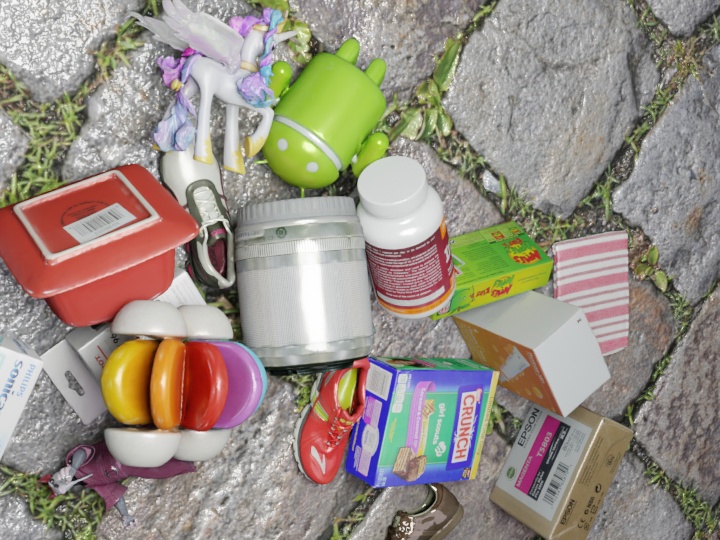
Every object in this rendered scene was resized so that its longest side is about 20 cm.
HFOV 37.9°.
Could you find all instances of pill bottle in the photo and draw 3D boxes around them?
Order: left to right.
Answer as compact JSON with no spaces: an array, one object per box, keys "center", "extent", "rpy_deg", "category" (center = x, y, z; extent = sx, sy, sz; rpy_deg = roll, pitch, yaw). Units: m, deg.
[{"center":[0.056,-0.042,1.332],"extent":[0.113,0.113,0.201],"rpy_deg":[-36,139,-18],"category":"pill bottle"}]

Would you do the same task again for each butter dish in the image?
[{"center":[-0.295,-0.007,1.189],"extent":[0.199,0.199,0.149],"rpy_deg":[-23,130,-24],"category":"butter dish"}]

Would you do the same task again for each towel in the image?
[{"center":[0.361,0.042,1.659],"extent":[0.145,0.030,0.202],"rpy_deg":[-9,103,-28],"category":"towel"}]

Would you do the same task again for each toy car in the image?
[{"center":[-0.181,0.124,1.149],"extent":[0.199,0.149,0.177],"rpy_deg":[10,80,-60],"category":"toy car"}]

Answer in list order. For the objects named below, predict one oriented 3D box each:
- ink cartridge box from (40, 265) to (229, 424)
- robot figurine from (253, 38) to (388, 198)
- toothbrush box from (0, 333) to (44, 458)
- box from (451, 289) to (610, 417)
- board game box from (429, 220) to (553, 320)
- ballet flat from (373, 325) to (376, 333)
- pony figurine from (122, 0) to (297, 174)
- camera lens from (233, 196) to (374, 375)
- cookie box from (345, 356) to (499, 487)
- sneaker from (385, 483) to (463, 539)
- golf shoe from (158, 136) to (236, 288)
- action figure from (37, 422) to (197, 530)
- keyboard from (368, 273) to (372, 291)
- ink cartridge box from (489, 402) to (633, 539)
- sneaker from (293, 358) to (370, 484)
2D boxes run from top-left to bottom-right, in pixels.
[{"center":[-0.275,0.097,1.278],"extent":[0.199,0.068,0.117],"rpy_deg":[-38,117,-17],"category":"ink cartridge box"},{"center":[-0.046,-0.189,1.315],"extent":[0.175,0.116,0.201],"rpy_deg":[36,80,-2],"category":"robot figurine"},{"center":[-0.476,0.124,1.159],"extent":[0.199,0.085,0.148],"rpy_deg":[27,87,-33],"category":"toothbrush box"},{"center":[0.241,0.106,1.501],"extent":[0.097,0.200,0.125],"rpy_deg":[-37,116,-18],"category":"box"},{"center":[0.162,-0.003,1.483],"extent":[0.198,0.102,0.048],"rpy_deg":[-16,136,-26],"category":"board game box"},{"center":[-0.050,0.028,1.394],"extent":[0.199,0.074,0.075],"rpy_deg":[25,88,-33],"category":"ballet flat"},{"center":[-0.173,-0.226,1.208],"extent":[0.192,0.166,0.202],"rpy_deg":[13,95,-35],"category":"pony figurine"},{"center":[-0.069,0.021,1.260],"extent":[0.159,0.160,0.202],"rpy_deg":[-5,89,-29],"category":"camera lens"},{"center":[0.090,0.213,1.495],"extent":[0.199,0.075,0.173],"rpy_deg":[4,101,-39],"category":"cookie box"},{"center":[0.063,0.397,1.555],"extent":[0.200,0.070,0.076],"rpy_deg":[-43,100,-18],"category":"sneaker"},{"center":[-0.186,-0.075,1.280],"extent":[0.077,0.088,0.202],"rpy_deg":[-21,110,-22],"category":"golf shoe"},{"center":[-0.298,0.223,1.278],"extent":[0.198,0.150,0.135],"rpy_deg":[-15,133,1],"category":"action figure"},{"center":[0.000,0.000,1.401],"extent":[0.056,0.011,0.201],"rpy_deg":[42,54,-34],"category":"keyboard"},{"center":[0.303,0.299,1.602],"extent":[0.075,0.164,0.202],"rpy_deg":[26,88,-29],"category":"ink cartridge box"},{"center":[-0.035,0.200,1.430],"extent":[0.076,0.085,0.202],"rpy_deg":[9,97,-30],"category":"sneaker"}]
